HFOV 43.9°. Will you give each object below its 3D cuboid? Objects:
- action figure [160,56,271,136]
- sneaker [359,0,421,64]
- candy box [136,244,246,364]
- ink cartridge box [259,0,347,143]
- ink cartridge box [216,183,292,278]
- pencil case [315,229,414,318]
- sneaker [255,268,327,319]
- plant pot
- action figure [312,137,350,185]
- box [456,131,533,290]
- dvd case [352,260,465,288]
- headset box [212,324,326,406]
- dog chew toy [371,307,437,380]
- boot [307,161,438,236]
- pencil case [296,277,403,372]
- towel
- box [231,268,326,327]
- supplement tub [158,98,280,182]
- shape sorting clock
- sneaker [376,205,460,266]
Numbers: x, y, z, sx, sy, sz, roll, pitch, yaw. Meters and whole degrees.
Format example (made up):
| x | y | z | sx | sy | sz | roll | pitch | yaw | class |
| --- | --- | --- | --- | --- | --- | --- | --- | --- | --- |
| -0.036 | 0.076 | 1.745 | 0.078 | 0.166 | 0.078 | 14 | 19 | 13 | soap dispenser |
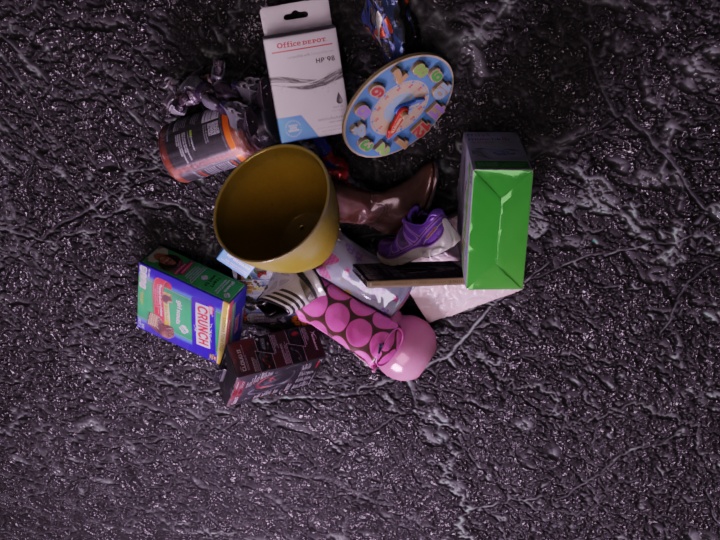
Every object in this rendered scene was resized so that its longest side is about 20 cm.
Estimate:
| x | y | z | sx | sy | sz | roll | pitch | yaw | class |
| --- | --- | --- | --- | --- | --- | --- | --- | --- | --- |
| -0.236 | -0.283 | 1.418 | 0.199 | 0.131 | 0.070 | 20 | 153 | 27 | action figure |
| 0.041 | -0.376 | 1.354 | 0.078 | 0.075 | 0.202 | 8 | 125 | 27 | sneaker |
| -0.326 | 0.068 | 1.717 | 0.198 | 0.077 | 0.170 | 22 | 130 | 11 | candy box |
| -0.086 | -0.309 | 1.380 | 0.115 | 0.067 | 0.202 | -10 | 110 | -2 | ink cartridge box |
| -0.162 | -0.095 | 1.562 | 0.068 | 0.116 | 0.200 | 34 | 125 | -13 | ink cartridge box |
| 0.000 | 0.000 | 1.594 | 0.199 | 0.083 | 0.091 | 33 | 95 | 4 | pencil case |
| -0.150 | 0.012 | 1.577 | 0.115 | 0.200 | 0.076 | -33 | 127 | -11 | sneaker |
| -0.111 | -0.076 | 1.407 | 0.198 | 0.202 | 0.142 | -11 | 153 | 20 | plant pot |
| -0.086 | -0.202 | 1.498 | 0.098 | 0.065 | 0.201 | -26 | 116 | 12 | action figure |
| 0.206 | -0.097 | 1.419 | 0.096 | 0.177 | 0.202 | 1 | 116 | 2 | box |
| 0.095 | 0.006 | 1.490 | 0.198 | 0.149 | 0.016 | -3 | 101 | -10 | dvd case |
| -0.182 | 0.183 | 1.703 | 0.198 | 0.076 | 0.149 | -12 | 156 | -23 | headset box |
| 0.043 | 0.116 | 1.669 | 0.199 | 0.125 | 0.125 | 35 | 126 | 5 | dog chew toy |
| 0.011 | -0.131 | 1.488 | 0.198 | 0.065 | 0.187 | 13 | 137 | -19 | boot |
| -0.025 | 0.093 | 1.590 | 0.199 | 0.091 | 0.094 | 31 | 88 | 24 | pencil case |
| 0.167 | -0.010 | 1.603 | 0.199 | 0.032 | 0.192 | -21 | 117 | 25 | towel |
| -0.139 | 0.044 | 1.704 | 0.198 | 0.040 | 0.138 | 4 | 125 | 10 | box |
| -0.230 | -0.221 | 1.494 | 0.198 | 0.107 | 0.108 | -13 | 121 | 21 | supplement tub |
| 0.061 | -0.251 | 1.381 | 0.039 | 0.199 | 0.201 | 54 | 130 | 25 | shape sorting clock |
| 0.092 | -0.063 | 1.488 | 0.199 | 0.080 | 0.084 | -17 | 98 | 57 | sneaker |
